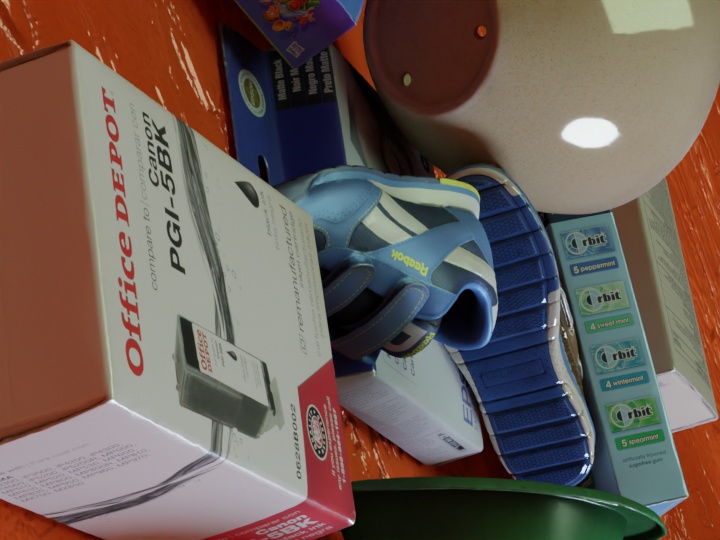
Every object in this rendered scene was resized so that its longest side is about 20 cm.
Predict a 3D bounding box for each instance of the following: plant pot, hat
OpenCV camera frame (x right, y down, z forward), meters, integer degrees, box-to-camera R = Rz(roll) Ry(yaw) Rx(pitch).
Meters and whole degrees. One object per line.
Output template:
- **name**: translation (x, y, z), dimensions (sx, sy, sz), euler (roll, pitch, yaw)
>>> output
- **plant pot**: translation (0.079, -0.130, 1.191), dimensions (0.134, 0.200, 0.202), euler (-4, 75, -50)
- **hat**: translation (0.058, 0.193, 0.986), dimensions (0.165, 0.199, 0.177), euler (18, 70, -40)

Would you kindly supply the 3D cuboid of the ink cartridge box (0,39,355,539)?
- **ink cartridge box**: translation (-0.087, 0.021, 0.853), dimensions (0.200, 0.082, 0.148), euler (35, 41, -59)

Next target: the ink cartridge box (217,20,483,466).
- **ink cartridge box**: translation (-0.002, -0.016, 1.171), dimensions (0.200, 0.040, 0.201), euler (37, 39, -57)

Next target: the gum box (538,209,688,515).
- **gum box**: translation (0.131, 0.061, 1.326), dimensions (0.170, 0.044, 0.201), euler (115, -38, -71)

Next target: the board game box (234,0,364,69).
- **board game box**: translation (-0.045, -0.211, 1.183), dimensions (0.135, 0.045, 0.200), euler (49, 27, -18)

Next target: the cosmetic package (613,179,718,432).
- **cosmetic package**: translation (0.182, 0.012, 1.559), dimensions (0.103, 0.087, 0.201), euler (44, 32, -53)

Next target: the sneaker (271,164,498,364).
- **sneaker**: translation (0.000, 0.000, 1.052), dimensions (0.199, 0.074, 0.083), euler (0, 68, -48)

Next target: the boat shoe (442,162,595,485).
- **boat shoe**: translation (0.079, 0.023, 1.205), dimensions (0.073, 0.072, 0.201), euler (-83, 161, -61)
